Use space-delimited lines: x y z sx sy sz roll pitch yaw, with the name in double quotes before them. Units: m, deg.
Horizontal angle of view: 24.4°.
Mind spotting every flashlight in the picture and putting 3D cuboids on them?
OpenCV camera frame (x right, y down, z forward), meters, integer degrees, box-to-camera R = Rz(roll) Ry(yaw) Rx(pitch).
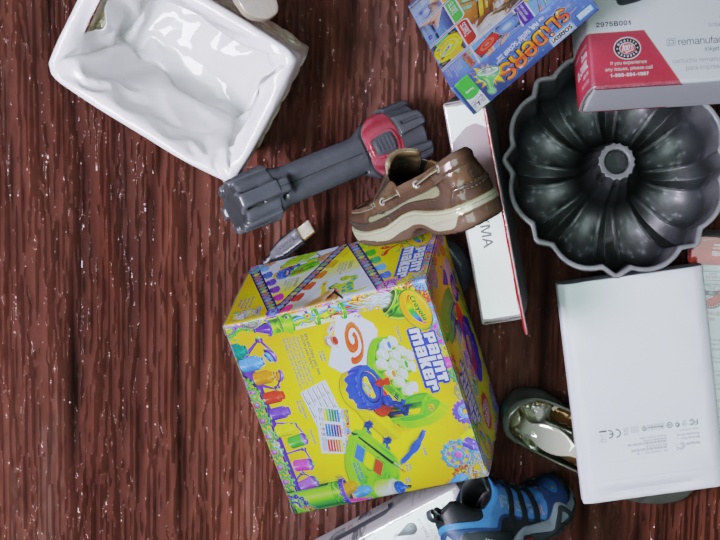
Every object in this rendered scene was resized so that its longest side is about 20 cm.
"flashlight" -0.032 -0.090 1.494 0.198 0.068 0.068 -24 133 -22

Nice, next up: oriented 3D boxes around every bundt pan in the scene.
"bundt pan" 0.222 -0.089 1.483 0.199 0.076 0.205 0 81 -1

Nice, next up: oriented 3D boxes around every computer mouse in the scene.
"computer mouse" 0.000 0.000 1.563 0.199 0.046 0.141 -32 103 22

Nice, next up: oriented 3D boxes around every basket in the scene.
"basket" -0.157 -0.193 1.507 0.199 0.123 0.136 31 107 1

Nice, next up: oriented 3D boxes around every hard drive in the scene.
"hard drive" 0.252 0.102 1.499 0.130 0.027 0.203 -8 98 2

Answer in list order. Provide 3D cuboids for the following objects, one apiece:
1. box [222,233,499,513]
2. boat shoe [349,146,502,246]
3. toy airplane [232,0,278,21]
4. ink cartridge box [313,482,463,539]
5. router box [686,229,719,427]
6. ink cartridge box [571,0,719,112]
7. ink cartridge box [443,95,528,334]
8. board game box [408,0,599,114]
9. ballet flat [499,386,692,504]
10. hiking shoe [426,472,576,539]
"box" 0.006 0.090 1.507 0.190 0.122 0.202 -12 113 15
"boat shoe" 0.049 -0.072 1.439 0.074 0.201 0.076 -30 101 -31
"toy airplane" -0.135 -0.337 1.430 0.199 0.201 0.140 28 146 -32
"ink cartridge box" 0.045 0.297 1.589 0.199 0.085 0.147 -29 95 13
"router box" 0.395 0.058 1.518 0.197 0.049 0.182 2 100 7
"ink cartridge box" 0.253 -0.247 1.429 0.144 0.083 0.203 -4 81 0
"ink cartridge box" 0.111 -0.053 1.472 0.044 0.176 0.203 -10 98 9
"board game box" 0.118 -0.227 1.432 0.135 0.201 0.034 -40 118 13
"ballet flat" 0.220 0.172 1.553 0.198 0.064 0.068 24 102 3
"hiking shoe" 0.134 0.214 1.508 0.074 0.200 0.087 -26 91 32
